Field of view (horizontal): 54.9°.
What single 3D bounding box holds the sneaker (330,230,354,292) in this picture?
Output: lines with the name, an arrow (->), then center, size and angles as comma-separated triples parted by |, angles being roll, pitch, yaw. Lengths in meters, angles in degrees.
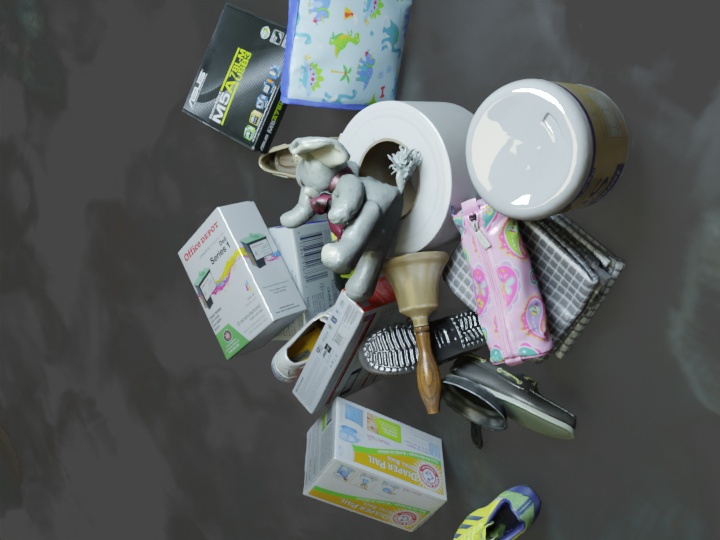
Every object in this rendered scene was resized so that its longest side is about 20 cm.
sneaker -> -0.014, -0.059, 1.104 | 0.077, 0.073, 0.205 | -111, 20, -60

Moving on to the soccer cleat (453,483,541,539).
soccer cleat -> 0.185, 0.384, 1.017 | 0.065, 0.083, 0.202 | 49, 125, 19

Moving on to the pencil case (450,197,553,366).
pencil case -> 0.171, 0.010, 0.843 | 0.086, 0.086, 0.206 | -14, 92, 39

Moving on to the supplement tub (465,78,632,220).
supplement tub -> 0.224, -0.140, 0.798 | 0.142, 0.198, 0.150 | 9, 105, 37

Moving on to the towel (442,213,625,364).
towel -> 0.217, 0.004, 0.910 | 0.200, 0.085, 0.168 | 44, 124, 24

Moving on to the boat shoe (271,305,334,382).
boat shoe -> -0.051, 0.097, 1.073 | 0.072, 0.198, 0.070 | 53, 144, 10

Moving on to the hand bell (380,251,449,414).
hand bell -> 0.084, 0.087, 0.925 | 0.102, 0.103, 0.206 | -16, 77, 40

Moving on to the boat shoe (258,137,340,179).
boat shoe -> -0.084, -0.178, 1.130 | 0.196, 0.064, 0.075 | 7, 104, 38

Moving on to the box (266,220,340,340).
box -> -0.140, 0.018, 1.193 | 0.196, 0.104, 0.190 | -3, 98, 39

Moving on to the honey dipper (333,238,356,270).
honey dipper -> 0.000, 0.000, 1.036 | 0.037, 0.200, 0.039 | -4, 71, 12

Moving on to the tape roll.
tape roll -> 0.076, -0.129, 0.963 | 0.199, 0.138, 0.209 | 10, 106, 36

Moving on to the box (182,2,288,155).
box -> -0.194, -0.325, 1.168 | 0.191, 0.047, 0.204 | 31, 99, 28

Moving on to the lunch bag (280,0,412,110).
lunch bag -> -0.033, -0.320, 0.972 | 0.125, 0.198, 0.175 | 22, 113, 32

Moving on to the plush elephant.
plush elephant -> -0.031, -0.089, 0.872 | 0.152, 0.165, 0.204 | 24, 86, 18

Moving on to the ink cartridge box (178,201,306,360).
ink cartridge box -> -0.193, 0.015, 1.113 | 0.144, 0.083, 0.204 | -37, 76, 38

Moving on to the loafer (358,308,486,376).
loafer -> 0.094, 0.112, 0.985 | 0.071, 0.194, 0.075 | 88, 171, -67

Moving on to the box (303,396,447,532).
box -> 0.023, 0.295, 1.047 | 0.102, 0.196, 0.114 | -52, 23, 34

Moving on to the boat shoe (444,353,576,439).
boat shoe -> 0.211, 0.169, 0.960 | 0.198, 0.061, 0.072 | 20, 154, 34

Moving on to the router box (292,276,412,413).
router box -> 0.004, 0.105, 1.045 | 0.049, 0.177, 0.203 | 41, 121, 24

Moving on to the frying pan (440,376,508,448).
frying pan -> 0.171, 0.203, 0.961 | 0.113, 0.031, 0.191 | 9, 147, 48
